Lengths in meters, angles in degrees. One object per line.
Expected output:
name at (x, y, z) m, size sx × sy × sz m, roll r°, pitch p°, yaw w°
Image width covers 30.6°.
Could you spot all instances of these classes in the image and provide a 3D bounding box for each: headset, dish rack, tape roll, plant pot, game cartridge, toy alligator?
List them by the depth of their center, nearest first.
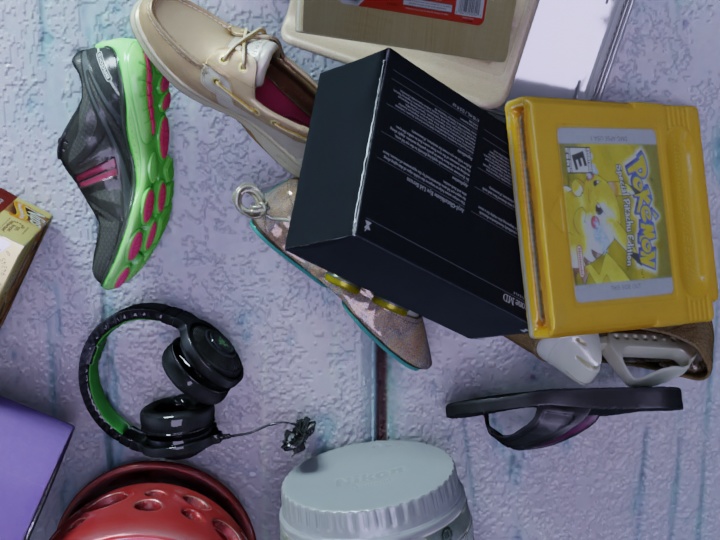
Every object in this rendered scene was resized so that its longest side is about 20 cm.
game cartridge at (0.199, -0.042, 1.008) m, size 0.199 × 0.032 × 0.177 m, roll -4°, pitch 86°, yaw -37°
toy alligator at (-0.008, -0.016, 1.014) m, size 0.199 × 0.054 × 0.060 m, roll 25°, pitch 90°, yaw -7°
dish rack at (0.115, -0.202, 1.038) m, size 0.199 × 0.044 × 0.172 m, roll 17°, pitch 103°, yaw -5°
tape roll at (-0.304, 0.201, 1.042) m, size 0.085 × 0.200 × 0.201 m, roll 24°, pitch 102°, yaw -7°
plant pot at (-0.170, 0.268, 1.071) m, size 0.199 × 0.183 × 0.202 m, roll 0°, pitch 103°, yaw -2°
headset at (-0.136, 0.102, 1.102) m, size 0.199 × 0.094 × 0.124 m, roll 25°, pitch 106°, yaw 8°

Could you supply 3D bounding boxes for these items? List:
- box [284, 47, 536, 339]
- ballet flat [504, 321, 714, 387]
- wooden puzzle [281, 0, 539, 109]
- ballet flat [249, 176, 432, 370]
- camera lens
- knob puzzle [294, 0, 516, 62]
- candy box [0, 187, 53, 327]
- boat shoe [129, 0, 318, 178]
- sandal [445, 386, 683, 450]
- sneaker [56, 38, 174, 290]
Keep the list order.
box at (0.052, -0.048, 0.955) m, size 0.200 × 0.079 × 0.142 m, roll 27°, pitch 63°, yaw -38°
ballet flat at (0.203, 0.061, 1.070) m, size 0.199 × 0.073 × 0.068 m, roll 8°, pitch 139°, yaw -18°
wooden puzzle at (0.053, -0.240, 0.985) m, size 0.184 × 0.046 × 0.201 m, roll 20°, pitch 98°, yaw 13°
ballet flat at (0.000, 0.000, 1.068) m, size 0.200 × 0.068 × 0.067 m, roll 41°, pitch 108°, yaw -12°
camera lens at (0.019, 0.261, 1.087) m, size 0.159 × 0.160 × 0.201 m, roll -8°, pitch 104°, yaw 0°
knob puzzle at (0.038, -0.252, 0.889) m, size 0.219 × 0.030 × 0.221 m, roll -10°, pitch 108°, yaw -32°
candy box at (-0.318, 0.042, 1.045) m, size 0.055 × 0.115 × 0.201 m, roll 27°, pitch 101°, yaw -8°
boat shoe at (-0.084, -0.154, 1.017) m, size 0.200 × 0.074 × 0.069 m, roll 37°, pitch 142°, yaw -17°
sandal at (0.162, 0.122, 1.073) m, size 0.199 × 0.075 × 0.048 m, roll -5°, pitch 80°, yaw 25°
sneaker at (-0.198, -0.085, 1.050) m, size 0.083 × 0.077 × 0.201 m, roll 7°, pitch 102°, yaw 16°
